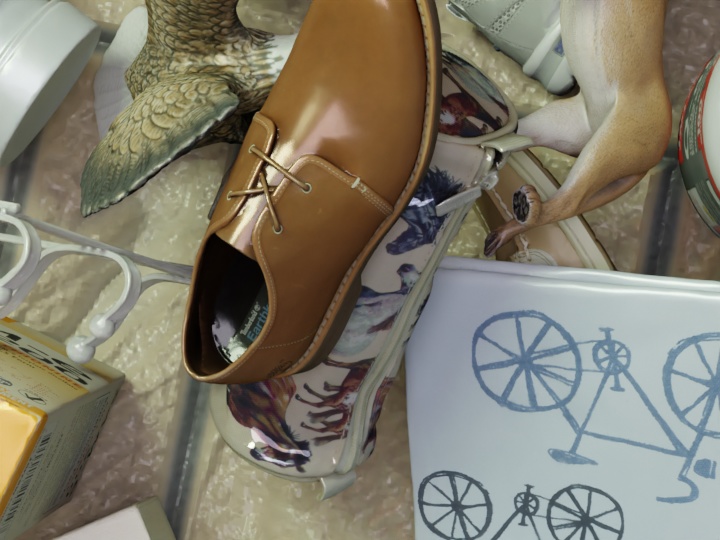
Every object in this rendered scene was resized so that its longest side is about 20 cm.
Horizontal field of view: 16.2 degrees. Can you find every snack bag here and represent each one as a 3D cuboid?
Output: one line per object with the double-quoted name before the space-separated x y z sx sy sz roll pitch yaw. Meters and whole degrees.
"snack bag" 0.111 0.095 1.145 0.188 0.021 0.200 4 109 20

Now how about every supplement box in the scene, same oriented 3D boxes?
"supplement box" -0.189 0.059 1.123 0.126 0.200 0.074 25 94 2

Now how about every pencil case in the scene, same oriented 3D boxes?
"pencil case" 0.000 0.000 1.106 0.089 0.078 0.200 47 125 38

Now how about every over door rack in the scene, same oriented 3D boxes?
"over door rack" -0.174 -0.010 1.115 0.200 0.148 0.067 24 91 35

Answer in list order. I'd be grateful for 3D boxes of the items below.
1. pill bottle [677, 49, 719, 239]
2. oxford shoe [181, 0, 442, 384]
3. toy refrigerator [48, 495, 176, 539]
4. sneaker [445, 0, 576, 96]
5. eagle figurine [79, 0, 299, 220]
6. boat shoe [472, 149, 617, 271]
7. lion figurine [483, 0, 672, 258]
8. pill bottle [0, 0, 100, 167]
"pill bottle" 0.198 -0.057 1.106 0.116 0.200 0.116 0 89 2
"oxford shoe" -0.022 -0.036 1.022 0.071 0.071 0.200 30 116 26
"toy refrigerator" -0.177 0.177 1.182 0.200 0.076 0.070 -24 87 1
"sneaker" 0.110 -0.185 1.177 0.082 0.075 0.200 28 90 2
"eagle figurine" -0.068 -0.093 1.116 0.151 0.200 0.152 -40 69 9
"boat shoe" 0.088 0.020 1.173 0.066 0.074 0.200 -33 87 -4
"lion figurine" 0.112 -0.104 1.120 0.122 0.072 0.200 -6 115 -34
"pill bottle" -0.223 -0.137 1.160 0.200 0.112 0.112 36 90 0
